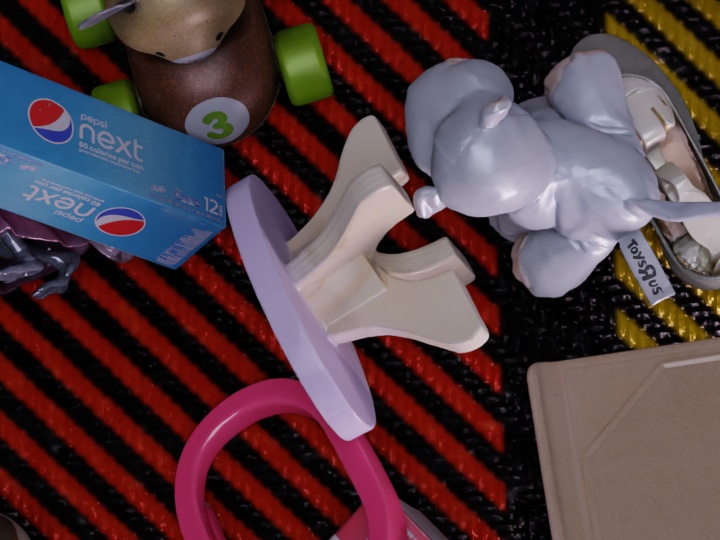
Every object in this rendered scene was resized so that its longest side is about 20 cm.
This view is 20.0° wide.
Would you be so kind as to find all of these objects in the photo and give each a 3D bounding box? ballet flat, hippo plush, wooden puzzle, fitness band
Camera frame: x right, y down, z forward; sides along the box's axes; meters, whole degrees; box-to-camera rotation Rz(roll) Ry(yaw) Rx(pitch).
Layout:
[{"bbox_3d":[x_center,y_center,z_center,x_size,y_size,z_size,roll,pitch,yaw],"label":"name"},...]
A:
[{"bbox_3d":[0.210,-0.078,1.409,0.067,0.064,0.200,-29,90,1],"label":"ballet flat"},{"bbox_3d":[0.100,-0.055,1.337,0.160,0.200,0.160,7,129,-31],"label":"hippo plush"},{"bbox_3d":[0.224,0.138,1.400,0.199,0.037,0.186,-6,63,-1],"label":"wooden puzzle"},{"bbox_3d":[-0.048,0.166,1.383,0.143,0.037,0.200,-36,54,7],"label":"fitness band"}]

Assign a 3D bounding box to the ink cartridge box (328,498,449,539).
[{"bbox_3d":[0.005,0.273,1.381,0.200,0.084,0.145,-48,60,2],"label":"ink cartridge box"}]

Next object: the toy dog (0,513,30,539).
[{"bbox_3d":[-0.241,0.260,1.386,0.194,0.140,0.200,-28,91,-12],"label":"toy dog"}]

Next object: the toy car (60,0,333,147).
[{"bbox_3d":[-0.116,-0.162,1.344,0.164,0.200,0.158,-17,90,1],"label":"toy car"}]

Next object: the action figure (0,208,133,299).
[{"bbox_3d":[-0.252,-0.084,1.388,0.149,0.134,0.200,-19,74,-21],"label":"action figure"}]

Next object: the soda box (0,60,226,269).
[{"bbox_3d":[-0.187,-0.070,1.335,0.200,0.064,0.068,21,50,-33],"label":"soda box"}]

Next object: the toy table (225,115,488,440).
[{"bbox_3d":[0.000,0.000,1.366,0.117,0.184,0.200,-30,74,9],"label":"toy table"}]
